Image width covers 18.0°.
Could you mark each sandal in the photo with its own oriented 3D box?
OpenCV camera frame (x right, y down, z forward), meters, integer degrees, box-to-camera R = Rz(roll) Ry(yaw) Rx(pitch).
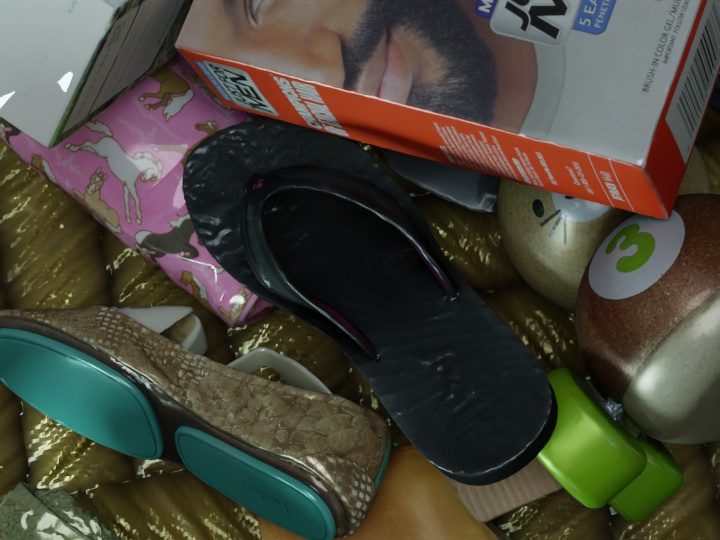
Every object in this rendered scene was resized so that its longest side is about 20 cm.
[{"bbox_3d":[0.001,0.000,0.900,0.075,0.048,0.200,-45,63,-5],"label":"sandal"}]

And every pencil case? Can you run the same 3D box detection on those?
[{"bbox_3d":[-0.094,-0.062,1.002,0.200,0.083,0.087,41,112,8],"label":"pencil case"}]

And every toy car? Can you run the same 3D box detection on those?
[{"bbox_3d":[0.105,-0.024,0.959,0.164,0.158,0.200,-42,70,7],"label":"toy car"}]

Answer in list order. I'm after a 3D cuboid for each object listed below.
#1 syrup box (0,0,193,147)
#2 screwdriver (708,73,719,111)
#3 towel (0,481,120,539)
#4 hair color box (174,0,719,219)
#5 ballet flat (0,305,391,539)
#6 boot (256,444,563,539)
[{"bbox_3d":[-0.095,-0.140,0.954,0.081,0.200,0.079,37,129,5],"label":"syrup box"},{"bbox_3d":[0.195,-0.060,0.955,0.029,0.028,0.200,-31,39,-20],"label":"screwdriver"},{"bbox_3d":[-0.106,0.201,0.973,0.200,0.036,0.149,38,99,9],"label":"towel"},{"bbox_3d":[0.041,-0.102,0.900,0.199,0.064,0.111,15,76,22],"label":"hair color box"},{"bbox_3d":[-0.071,0.054,0.987,0.200,0.071,0.065,25,54,22],"label":"ballet flat"},{"bbox_3d":[0.046,0.172,0.971,0.144,0.071,0.202,-25,78,6],"label":"boot"}]
